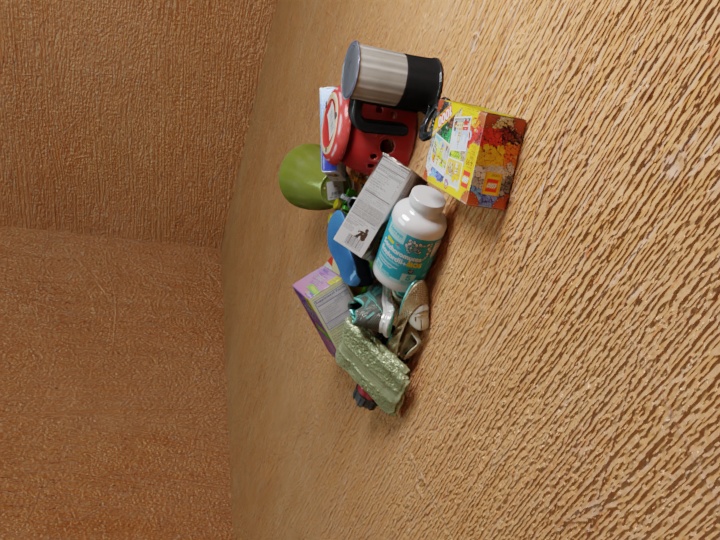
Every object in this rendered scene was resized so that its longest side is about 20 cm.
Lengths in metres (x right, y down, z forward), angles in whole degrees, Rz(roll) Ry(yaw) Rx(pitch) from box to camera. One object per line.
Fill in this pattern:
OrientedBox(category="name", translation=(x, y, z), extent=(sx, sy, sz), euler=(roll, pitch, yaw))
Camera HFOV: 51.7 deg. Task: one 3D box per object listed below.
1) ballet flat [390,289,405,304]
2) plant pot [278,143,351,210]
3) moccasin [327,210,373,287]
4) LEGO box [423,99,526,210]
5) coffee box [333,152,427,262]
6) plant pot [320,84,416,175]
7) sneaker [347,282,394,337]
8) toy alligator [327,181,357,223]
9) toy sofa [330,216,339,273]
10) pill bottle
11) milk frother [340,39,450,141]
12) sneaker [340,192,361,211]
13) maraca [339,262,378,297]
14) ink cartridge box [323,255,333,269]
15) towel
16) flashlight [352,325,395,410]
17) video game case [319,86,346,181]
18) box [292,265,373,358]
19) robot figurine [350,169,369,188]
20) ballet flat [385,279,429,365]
OrientedBox(category="ballet flat", translation=(0.078, -0.024, 1.582), extent=(0.062, 0.066, 0.203), euler=(119, 152, -70))
OrientedBox(category="plant pot", translation=(-0.105, -0.242, 2.046), extent=(0.200, 0.185, 0.190), euler=(32, 116, 59))
OrientedBox(category="moccasin", translation=(-0.023, -0.041, 1.634), extent=(0.080, 0.068, 0.202), euler=(-42, 48, 37))
OrientedBox(category="LEGO box", translation=(0.189, -0.203, 1.274), extent=(0.200, 0.076, 0.151), euler=(-132, 50, -66))
OrientedBox(category="coffee box", translation=(0.043, -0.123, 1.512), extent=(0.201, 0.079, 0.113), euler=(-59, -21, 5))
OrientedBox(category="plant pot", translation=(0.011, -0.318, 1.688), extent=(0.200, 0.180, 0.203), euler=(-175, 90, -74))
OrientedBox(category="sneaker", translation=(0.017, 0.070, 1.551), extent=(0.200, 0.090, 0.079), euler=(-105, 25, -73))
OrientedBox(category="toy alligator", translation=(-0.034, -0.169, 1.950), extent=(0.202, 0.059, 0.054), euler=(-67, 22, 12))
OrientedBox(category="toy sofa", translation=(-0.028, -0.037, 1.901), extent=(0.082, 0.097, 0.203), euler=(13, 97, 48))
OrientedBox(category="pill bottle", translation=(0.101, -0.064, 1.448), extent=(0.111, 0.109, 0.202), euler=(-106, 28, -48))
OrientedBox(category="milk frother", translation=(0.072, -0.359, 1.498), extent=(0.200, 0.186, 0.183), euler=(-154, 70, -70))
OrientedBox(category="sneaker", translation=(0.014, -0.155, 1.679), extent=(0.200, 0.138, 0.079), euler=(-121, 48, -58))
OrientedBox(category="maraca", translation=(0.000, 0.000, 1.740), extent=(0.200, 0.106, 0.139), euler=(149, 134, -72))
OrientedBox(category="ink cartridge box", translation=(-0.085, 0.011, 2.021), extent=(0.162, 0.049, 0.203), euler=(-134, 41, -73))
OrientedBox(category="towel", translation=(0.023, 0.201, 1.547), extent=(0.200, 0.036, 0.149), euler=(44, 141, 27))
OrientedBox(category="flashlight", translation=(0.044, 0.214, 1.624), extent=(0.201, 0.067, 0.068), euler=(-66, 34, 31))
OrientedBox(category="video game case", translation=(-0.067, -0.334, 1.850), extent=(0.181, 0.045, 0.203), euler=(5, -96, -84))
OrientedBox(category="box", translation=(-0.058, 0.110, 1.746), extent=(0.202, 0.096, 0.176), euler=(63, 169, -17))
OrientedBox(category="robot figurine", translation=(0.003, -0.305, 1.889), extent=(0.146, 0.057, 0.202), euler=(112, 156, -50))
OrientedBox(category="ballet flat", translation=(0.105, 0.111, 1.486), extent=(0.065, 0.070, 0.202), euler=(44, 134, 32))
